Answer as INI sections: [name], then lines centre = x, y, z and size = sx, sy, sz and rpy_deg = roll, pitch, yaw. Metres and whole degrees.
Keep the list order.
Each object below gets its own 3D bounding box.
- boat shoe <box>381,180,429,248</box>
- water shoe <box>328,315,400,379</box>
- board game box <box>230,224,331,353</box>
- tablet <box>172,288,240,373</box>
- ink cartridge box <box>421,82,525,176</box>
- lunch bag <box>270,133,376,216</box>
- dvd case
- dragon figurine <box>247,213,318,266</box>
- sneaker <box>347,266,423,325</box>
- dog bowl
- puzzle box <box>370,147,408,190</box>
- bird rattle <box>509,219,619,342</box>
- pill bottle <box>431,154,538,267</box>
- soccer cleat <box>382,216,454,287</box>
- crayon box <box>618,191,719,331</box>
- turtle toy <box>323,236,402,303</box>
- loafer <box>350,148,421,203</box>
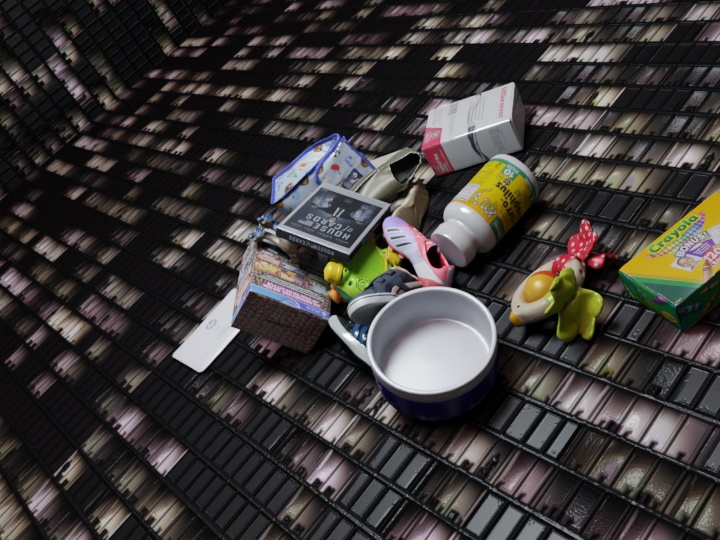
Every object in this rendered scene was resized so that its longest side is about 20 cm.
[boat shoe]
centre = 0.081, -0.105, 1.539
size = 0.064, 0.072, 0.201
rpy_deg = -18, 30, 37
[water shoe]
centre = 0.022, 0.126, 1.316
size = 0.079, 0.072, 0.200
rpy_deg = -39, 45, -13
[board game box]
centre = -0.146, 0.033, 1.458
size = 0.097, 0.158, 0.201
rpy_deg = -56, 21, 34
[tablet]
centre = -0.300, 0.123, 1.623
size = 0.129, 0.014, 0.200
rpy_deg = 16, 58, 48
[ink cartridge box]
centre = 0.241, -0.297, 1.621
size = 0.198, 0.085, 0.146
rpy_deg = -14, 39, 27
[lunch bag]
centre = -0.063, -0.172, 1.610
size = 0.199, 0.170, 0.125
rpy_deg = -36, 35, 22
[dvd case]
centre = -0.047, -0.094, 1.435
size = 0.149, 0.025, 0.200
rpy_deg = 20, 37, 14
[dragon figurine]
centre = -0.115, -0.063, 1.461
size = 0.100, 0.199, 0.059
rpy_deg = 55, 129, 28
[sneaker]
centre = 0.039, 0.042, 1.288
size = 0.078, 0.199, 0.080
rpy_deg = -38, 66, 30
[dog bowl]
centre = 0.112, 0.125, 1.183
size = 0.198, 0.079, 0.202
rpy_deg = -7, 48, 8
[puzzle box]
centre = 0.019, -0.200, 1.737
size = 0.198, 0.026, 0.134
rpy_deg = -17, 39, 24
[bird rattle]
centre = 0.303, 0.015, 1.197
size = 0.162, 0.113, 0.201
rpy_deg = -27, 29, 38
[pill bottle]
centre = 0.221, -0.104, 1.386
size = 0.200, 0.113, 0.112
rpy_deg = -46, 37, -17
[soccer cleat]
centre = 0.106, -0.040, 1.389
size = 0.066, 0.077, 0.201
rpy_deg = -5, 47, -32
[crayon box]
centre = 0.491, -0.017, 1.110
size = 0.199, 0.058, 0.119
rpy_deg = -38, 35, -5
[turtle toy]
centre = 0.000, 0.000, 1.439
size = 0.144, 0.102, 0.201
rpy_deg = 13, 39, -8
[loafer]
centre = 0.048, -0.179, 1.542
size = 0.200, 0.075, 0.070
rpy_deg = -46, 8, -13
